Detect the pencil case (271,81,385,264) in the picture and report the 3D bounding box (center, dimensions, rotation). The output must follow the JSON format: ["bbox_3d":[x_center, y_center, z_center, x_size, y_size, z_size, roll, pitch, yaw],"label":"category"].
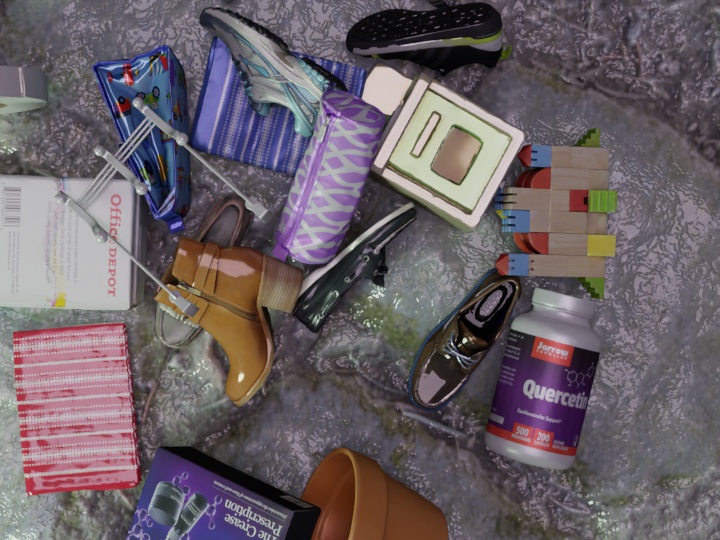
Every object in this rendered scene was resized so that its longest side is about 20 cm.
[{"bbox_3d":[-0.037,-0.105,1.546,0.083,0.085,0.202,30,118,22],"label":"pencil case"}]

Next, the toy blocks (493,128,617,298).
[{"bbox_3d":[0.220,-0.070,1.603,0.135,0.100,0.203,2,91,-16],"label":"toy blocks"}]

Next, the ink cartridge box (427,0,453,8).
[{"bbox_3d":[0.047,-0.412,1.610,0.199,0.050,0.110,31,89,-17],"label":"ink cartridge box"}]

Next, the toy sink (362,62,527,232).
[{"bbox_3d":[0.076,-0.151,1.605,0.198,0.112,0.131,30,89,-2],"label":"toy sink"}]

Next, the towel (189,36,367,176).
[{"bbox_3d":[-0.100,-0.193,1.616,0.197,0.024,0.147,15,91,14],"label":"towel"}]

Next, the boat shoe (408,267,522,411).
[{"bbox_3d":[0.124,0.081,1.630,0.072,0.072,0.201,32,90,-2],"label":"boat shoe"}]

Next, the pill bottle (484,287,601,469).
[{"bbox_3d":[0.221,0.128,1.616,0.111,0.112,0.203,13,91,-3],"label":"pill bottle"}]

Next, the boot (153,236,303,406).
[{"bbox_3d":[-0.168,0.059,1.581,0.153,0.077,0.202,15,122,-16],"label":"boot"}]

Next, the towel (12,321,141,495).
[{"bbox_3d":[-0.342,0.168,1.639,0.142,0.022,0.203,-5,90,0],"label":"towel"}]

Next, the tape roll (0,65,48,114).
[{"bbox_3d":[-0.455,-0.201,1.538,0.200,0.203,0.038,-6,91,-2],"label":"tape roll"}]

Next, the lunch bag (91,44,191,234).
[{"bbox_3d":[-0.232,-0.144,1.573,0.093,0.151,0.203,-15,91,-2],"label":"lunch bag"}]

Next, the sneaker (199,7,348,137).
[{"bbox_3d":[-0.116,-0.231,1.574,0.199,0.078,0.087,36,100,10],"label":"sneaker"}]

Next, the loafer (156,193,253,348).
[{"bbox_3d":[-0.191,-0.001,1.621,0.071,0.063,0.202,27,90,-2],"label":"loafer"}]

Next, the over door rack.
[{"bbox_3d":[-0.212,-0.070,1.466,0.200,0.067,0.148,41,90,-2],"label":"over door rack"}]

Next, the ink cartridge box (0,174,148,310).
[{"bbox_3d":[-0.351,-0.034,1.572,0.197,0.145,0.150,3,92,-2],"label":"ink cartridge box"}]

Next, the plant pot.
[{"bbox_3d":[0.011,0.324,1.582,0.139,0.200,0.202,21,90,-19],"label":"plant pot"}]

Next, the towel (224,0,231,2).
[{"bbox_3d":[-0.141,-0.451,1.623,0.200,0.048,0.172,-41,92,-1],"label":"towel"}]

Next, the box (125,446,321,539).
[{"bbox_3d":[-0.164,0.307,1.581,0.198,0.079,0.143,20,93,26],"label":"box"}]

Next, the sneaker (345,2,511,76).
[{"bbox_3d":[0.080,-0.262,1.623,0.197,0.072,0.083,-1,133,16],"label":"sneaker"}]

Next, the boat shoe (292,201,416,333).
[{"bbox_3d":[0.000,0.000,1.621,0.199,0.075,0.066,-39,87,2],"label":"boat shoe"}]
